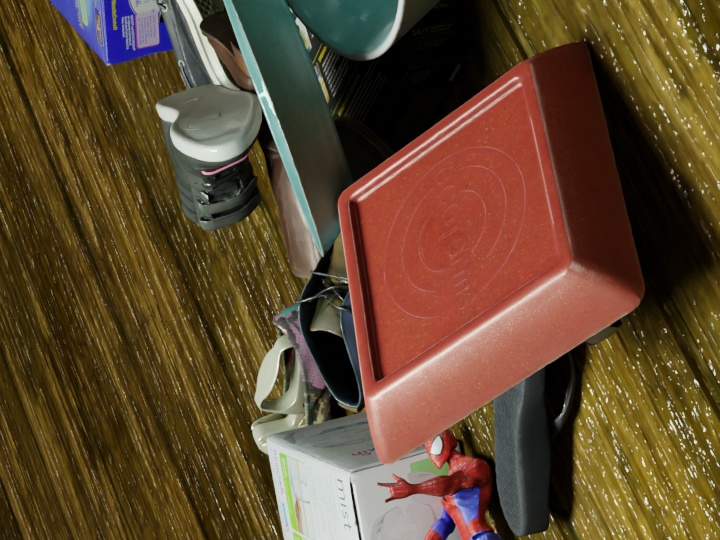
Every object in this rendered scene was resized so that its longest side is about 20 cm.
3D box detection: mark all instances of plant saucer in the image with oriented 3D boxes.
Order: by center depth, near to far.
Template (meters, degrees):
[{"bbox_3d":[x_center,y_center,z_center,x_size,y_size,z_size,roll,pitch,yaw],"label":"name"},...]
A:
[{"bbox_3d":[0.062,-0.018,1.413,0.199,0.037,0.201,-34,45,28],"label":"plant saucer"},{"bbox_3d":[-0.044,-0.109,1.561,0.200,0.036,0.201,158,90,-88],"label":"plant saucer"}]

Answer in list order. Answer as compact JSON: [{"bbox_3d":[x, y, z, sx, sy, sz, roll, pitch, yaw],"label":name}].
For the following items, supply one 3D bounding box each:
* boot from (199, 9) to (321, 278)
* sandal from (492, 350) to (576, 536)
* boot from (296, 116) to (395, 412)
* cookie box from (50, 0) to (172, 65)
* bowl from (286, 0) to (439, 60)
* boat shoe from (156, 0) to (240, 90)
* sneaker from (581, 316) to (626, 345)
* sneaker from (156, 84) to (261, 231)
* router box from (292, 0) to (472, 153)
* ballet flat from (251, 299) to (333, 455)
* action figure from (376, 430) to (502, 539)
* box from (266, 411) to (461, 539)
[{"bbox_3d":[-0.062,-0.099,1.880,0.187,0.064,0.201,-113,6,-68],"label":"boot"},{"bbox_3d":[0.112,0.080,1.574,0.076,0.042,0.201,-115,18,-51],"label":"sandal"},{"bbox_3d":[0.000,0.000,1.660,0.074,0.097,0.201,9,132,41],"label":"boot"},{"bbox_3d":[-0.232,-0.302,2.156,0.200,0.075,0.172,-133,35,-51],"label":"cookie box"},{"bbox_3d":[0.012,-0.242,1.508,0.201,0.104,0.202,47,151,37],"label":"bowl"},{"bbox_3d":[-0.137,-0.224,1.961,0.062,0.074,0.201,-27,81,47],"label":"boat shoe"},{"bbox_3d":[0.071,0.009,1.480,0.146,0.080,0.201,-45,42,20],"label":"sneaker"},{"bbox_3d":[-0.100,-0.076,1.798,0.200,0.070,0.100,-141,32,-73],"label":"sneaker"},{"bbox_3d":[0.005,-0.159,1.672,0.200,0.051,0.150,122,132,-62],"label":"router box"},{"bbox_3d":[-0.052,0.107,1.957,0.069,0.071,0.201,-130,33,-47],"label":"ballet flat"},{"bbox_3d":[0.066,0.206,1.689,0.065,0.098,0.201,121,134,-60],"label":"action figure"},{"bbox_3d":[0.014,0.221,1.823,0.176,0.096,0.202,-171,69,-67],"label":"box"}]
